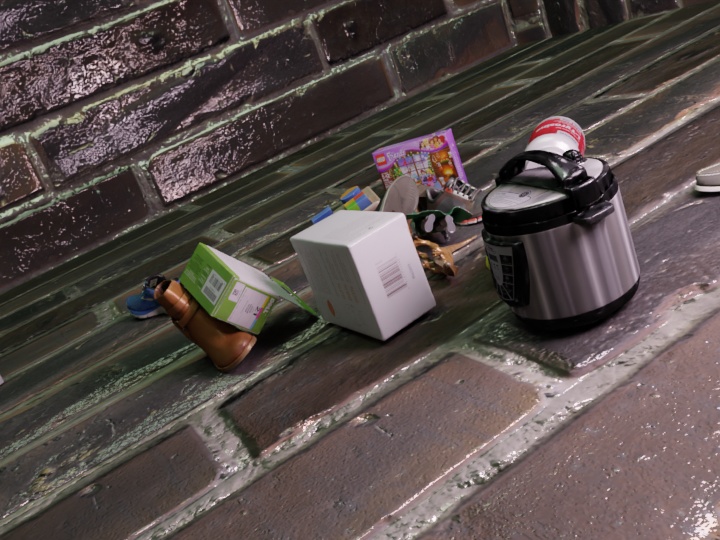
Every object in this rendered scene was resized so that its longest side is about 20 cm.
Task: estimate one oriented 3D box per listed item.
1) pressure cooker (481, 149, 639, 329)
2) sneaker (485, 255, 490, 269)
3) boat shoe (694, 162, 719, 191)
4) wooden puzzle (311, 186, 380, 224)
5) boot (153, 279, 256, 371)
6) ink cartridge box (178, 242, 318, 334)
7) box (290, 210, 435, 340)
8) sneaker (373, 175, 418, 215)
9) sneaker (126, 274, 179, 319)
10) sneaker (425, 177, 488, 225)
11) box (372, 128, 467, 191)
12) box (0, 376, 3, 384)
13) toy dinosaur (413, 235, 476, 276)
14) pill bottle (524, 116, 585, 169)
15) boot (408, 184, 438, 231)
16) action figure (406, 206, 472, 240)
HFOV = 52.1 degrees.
[{"bbox_3d":[0.243,-0.053,0.921,0.173,0.203,0.179,-10,22,31],"label":"pressure cooker"},{"bbox_3d":[0.257,-0.043,1.142,0.082,0.075,0.200,17,32,24],"label":"sneaker"},{"bbox_3d":[0.593,-0.167,1.082,0.198,0.061,0.072,-14,19,23],"label":"boat shoe"},{"bbox_3d":[-0.045,-0.130,1.695,0.184,0.047,0.200,-36,17,2],"label":"wooden puzzle"},{"bbox_3d":[-0.260,0.080,1.213,0.077,0.156,0.199,-45,24,-15],"label":"boot"},{"bbox_3d":[-0.186,0.046,1.248,0.147,0.199,0.077,36,95,48],"label":"ink cartridge box"},{"bbox_3d":[0.000,0.000,1.134,0.105,0.155,0.199,-30,20,-23],"label":"box"},{"bbox_3d":[0.037,-0.098,1.433,0.105,0.075,0.202,-18,36,51],"label":"sneaker"},{"bbox_3d":[-0.460,0.051,1.661,0.197,0.091,0.079,-10,20,34],"label":"sneaker"},{"bbox_3d":[0.196,-0.141,1.441,0.198,0.083,0.077,-2,26,48],"label":"sneaker"},{"bbox_3d":[0.135,-0.230,1.678,0.197,0.139,0.039,-10,20,35],"label":"box"},{"bbox_3d":[-0.919,0.246,1.618,0.197,0.108,0.152,-8,23,36],"label":"box"},{"bbox_3d":[0.136,-0.022,1.248,0.104,0.062,0.200,18,22,4],"label":"toy dinosaur"},{"bbox_3d":[0.368,-0.216,1.403,0.110,0.114,0.200,-13,20,25],"label":"pill bottle"},{"bbox_3d":[0.079,-0.123,1.575,0.198,0.071,0.145,-31,13,-26],"label":"boot"},{"bbox_3d":[0.131,-0.085,1.361,0.115,0.056,0.200,4,0,-3],"label":"action figure"}]
